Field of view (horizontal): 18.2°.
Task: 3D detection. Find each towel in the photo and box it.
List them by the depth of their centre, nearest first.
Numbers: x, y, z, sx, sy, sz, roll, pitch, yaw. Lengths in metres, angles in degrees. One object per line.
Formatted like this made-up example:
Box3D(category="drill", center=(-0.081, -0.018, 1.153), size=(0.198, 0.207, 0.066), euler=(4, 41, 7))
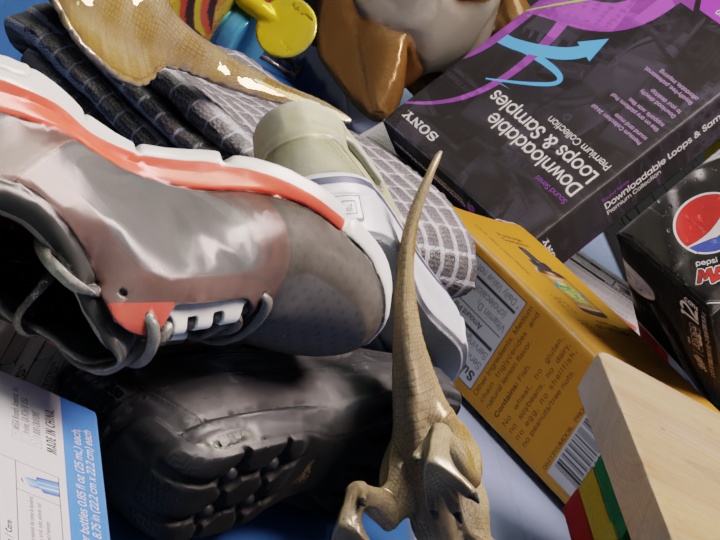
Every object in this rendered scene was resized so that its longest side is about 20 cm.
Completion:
Box3D(category="towel", center=(-0.060, -0.046, 1.000), size=(0.200, 0.086, 0.165), euler=(41, 18, 29))

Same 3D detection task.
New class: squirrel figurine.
Box3D(category="squirrel figurine", center=(0.046, -0.163, 1.425), size=(0.200, 0.142, 0.186), euler=(42, 9, 32))

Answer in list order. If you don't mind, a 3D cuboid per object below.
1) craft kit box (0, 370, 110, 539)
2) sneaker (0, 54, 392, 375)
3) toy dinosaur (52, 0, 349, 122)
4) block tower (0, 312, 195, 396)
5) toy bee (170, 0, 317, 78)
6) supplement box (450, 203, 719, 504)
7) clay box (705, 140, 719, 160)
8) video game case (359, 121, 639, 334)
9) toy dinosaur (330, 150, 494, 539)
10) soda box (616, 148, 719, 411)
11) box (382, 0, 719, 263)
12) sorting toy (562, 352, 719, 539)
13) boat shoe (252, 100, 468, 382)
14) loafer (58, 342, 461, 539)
Box3D(category="craft kit box", center=(-0.159, 0.063, 0.587), size=(0.197, 0.049, 0.200), euler=(28, 17, -20))
Box3D(category="sneaker", center=(-0.072, 0.005, 0.708), size=(0.199, 0.077, 0.082), euler=(21, 47, -34))
Box3D(category="toy dinosaur", center=(-0.097, -0.109, 0.893), size=(0.199, 0.058, 0.102), euler=(27, 34, -45))
Box3D(category="block tower", center=(-0.103, 0.019, 0.791), size=(0.054, 0.058, 0.200), euler=(37, 18, 19))
Box3D(category="toy bee", center=(-0.077, -0.175, 1.297), size=(0.130, 0.109, 0.200), euler=(29, 17, -1))
Box3D(category="supplement box", center=(0.093, 0.049, 1.038), size=(0.066, 0.069, 0.200), euler=(16, 24, -45))
Box3D(category="clay box", center=(0.226, -0.025, 1.264), size=(0.047, 0.201, 0.115), euler=(-5, 22, -4))
Box3D(category="video game case", center=(0.069, -0.009, 1.235), size=(0.199, 0.023, 0.182), euler=(35, 17, 5))
Box3D(category="toy dinosaur", center=(0.024, 0.069, 0.783), size=(0.101, 0.058, 0.201), euler=(-52, 126, -68))
Box3D(category="soda box", center=(0.176, 0.033, 1.058), size=(0.063, 0.071, 0.200), euler=(44, -13, 32))
Box3D(category="box", center=(0.129, -0.098, 1.222), size=(0.143, 0.200, 0.036), euler=(43, -11, 43))
Box3D(category="sorting toy", center=(0.170, 0.139, 0.856), size=(0.199, 0.070, 0.199), euler=(29, 16, -12))
Box3D(category="boat shoe", center=(0.000, 0.000, 0.867), size=(0.200, 0.071, 0.062), euler=(74, 5, -66))
Box3D(category="loafer", center=(-0.030, 0.049, 0.809), size=(0.070, 0.068, 0.200), euler=(46, 23, 23))
